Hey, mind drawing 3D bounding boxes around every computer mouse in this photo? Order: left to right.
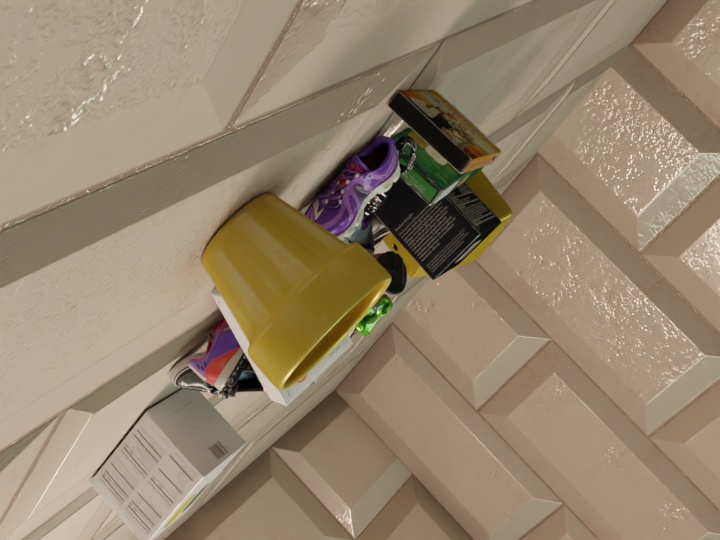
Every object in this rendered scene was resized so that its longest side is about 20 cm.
[{"bbox_3d":[0.035,-0.151,1.594,0.200,0.058,0.034,-47,-157,48],"label":"computer mouse"}]

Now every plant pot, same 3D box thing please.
[{"bbox_3d":[-0.093,0.014,1.278,0.201,0.189,0.201,-44,172,-8],"label":"plant pot"},{"bbox_3d":[0.143,-0.103,1.970,0.175,0.201,0.200,-30,166,-27],"label":"plant pot"}]

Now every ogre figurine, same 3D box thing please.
[{"bbox_3d":[-0.044,0.099,1.804,0.198,0.100,0.119,-10,171,37],"label":"ogre figurine"}]

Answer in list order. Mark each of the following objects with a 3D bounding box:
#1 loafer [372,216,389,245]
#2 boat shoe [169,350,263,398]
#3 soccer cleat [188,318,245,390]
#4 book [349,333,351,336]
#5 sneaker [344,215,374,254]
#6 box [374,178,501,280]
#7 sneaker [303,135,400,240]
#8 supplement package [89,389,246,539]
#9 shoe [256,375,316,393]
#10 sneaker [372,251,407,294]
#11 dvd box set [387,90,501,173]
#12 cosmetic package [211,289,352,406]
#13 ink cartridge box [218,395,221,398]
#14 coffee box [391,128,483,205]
[{"bbox_3d":[0.005,-0.045,1.952,0.072,0.063,0.201,-37,168,-44],"label":"loafer"},{"bbox_3d":[-0.208,0.176,1.640,0.197,0.067,0.071,1,130,-32],"label":"boat shoe"},{"bbox_3d":[-0.200,0.093,1.606,0.202,0.072,0.068,-63,-176,-35],"label":"soccer cleat"},{"bbox_3d":[-0.046,0.041,1.608,0.047,0.135,0.201,-16,157,-24],"label":"book"},{"bbox_3d":[0.005,-0.076,1.778,0.088,0.074,0.200,-51,171,10],"label":"sneaker"},{"bbox_3d":[0.123,-0.107,1.761,0.123,0.199,0.200,-44,173,19],"label":"box"},{"bbox_3d":[-0.019,-0.124,1.473,0.201,0.080,0.084,-50,158,-22],"label":"sneaker"},{"bbox_3d":[-0.336,0.338,1.775,0.200,0.151,0.151,-49,172,25],"label":"supplement package"},{"bbox_3d":[-0.136,0.112,1.636,0.089,0.202,0.072,-12,135,-8],"label":"shoe"},{"bbox_3d":[0.000,0.000,1.757,0.086,0.075,0.198,3,178,45],"label":"sneaker"},{"bbox_3d":[0.128,-0.206,1.480,0.029,0.146,0.200,-49,171,20],"label":"dvd box set"},{"bbox_3d":[-0.112,0.073,1.500,0.150,0.202,0.051,-40,-150,-26],"label":"cosmetic package"},{"bbox_3d":[-0.193,0.132,1.790,0.116,0.068,0.200,-52,170,31],"label":"ink cartridge box"},{"bbox_3d":[0.126,-0.187,1.660,0.044,0.123,0.200,-51,172,37],"label":"coffee box"}]
